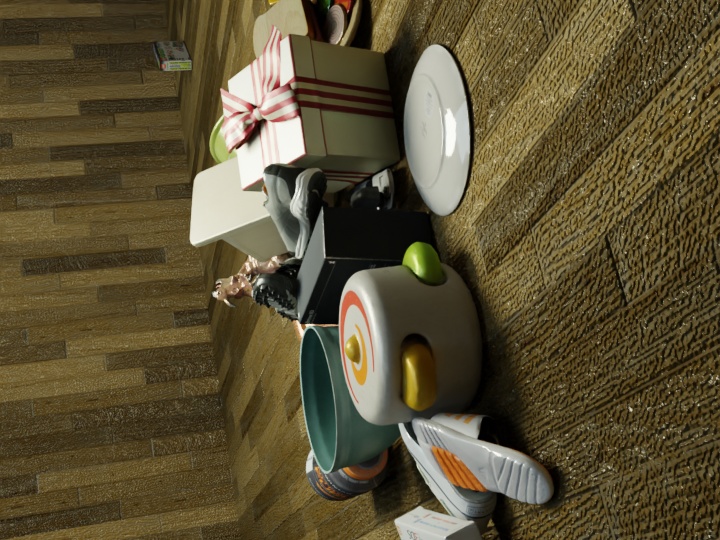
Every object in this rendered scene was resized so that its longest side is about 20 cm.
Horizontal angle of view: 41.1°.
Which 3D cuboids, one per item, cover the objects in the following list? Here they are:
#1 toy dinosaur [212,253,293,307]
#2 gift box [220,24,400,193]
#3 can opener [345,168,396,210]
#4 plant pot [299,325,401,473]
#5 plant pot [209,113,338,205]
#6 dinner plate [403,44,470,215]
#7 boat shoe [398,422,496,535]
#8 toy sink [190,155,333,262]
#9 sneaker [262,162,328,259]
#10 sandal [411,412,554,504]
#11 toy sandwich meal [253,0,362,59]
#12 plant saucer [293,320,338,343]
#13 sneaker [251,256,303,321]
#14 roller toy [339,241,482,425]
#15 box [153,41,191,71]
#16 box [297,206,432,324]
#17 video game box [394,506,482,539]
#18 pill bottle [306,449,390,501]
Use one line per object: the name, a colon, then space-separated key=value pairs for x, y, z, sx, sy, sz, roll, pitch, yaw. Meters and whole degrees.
toy dinosaur: x=-0.136 y=-0.013 z=1.540 sx=0.199 sy=0.086 sz=0.136 roll=-28 pitch=42 yaw=34
gift box: x=-0.080 y=-0.216 z=1.306 sx=0.184 sy=0.186 sz=0.201 roll=-27 pitch=71 yaw=48
can opener: x=0.002 y=-0.104 z=1.358 sx=0.200 sy=0.066 sz=0.054 roll=169 pitch=96 yaw=-73
plant pot: x=0.003 y=0.170 z=1.327 sx=0.200 sy=0.133 sz=0.202 roll=175 pitch=90 yaw=-74
plant pot: x=-0.128 y=-0.172 z=1.625 sx=0.191 sy=0.199 sz=0.201 roll=60 pitch=154 yaw=28
dinner plate: x=0.083 y=-0.165 z=1.141 sx=0.200 sy=0.024 sz=0.202 roll=175 pitch=90 yaw=-73
boat shoe: x=0.094 y=0.231 z=1.139 sx=0.200 sy=0.073 sz=0.067 roll=-120 pitch=28 yaw=-53
toy sink: x=-0.147 y=-0.099 z=1.463 sx=0.199 sy=0.112 sz=0.131 roll=-19 pitch=57 yaw=29
sneaker: x=-0.089 y=-0.083 z=1.269 sx=0.200 sy=0.079 sz=0.074 roll=94 pitch=-162 yaw=-64
sandal: x=0.139 y=0.194 z=1.021 sx=0.206 sy=0.059 sz=0.080 roll=9 pitch=127 yaw=53
toy sandwich meal: x=-0.080 y=-0.374 z=1.412 sx=0.204 sy=0.070 sz=0.207 roll=-17 pitch=67 yaw=46
plant saucer: x=-0.044 y=0.053 z=1.474 sx=0.199 sy=0.037 sz=0.202 roll=-6 pitch=82 yaw=49
sneaker: x=-0.107 y=0.016 z=1.401 sx=0.200 sy=0.066 sz=0.091 roll=48 pitch=-128 yaw=-72
roller toy: x=0.050 y=0.088 z=1.129 sx=0.183 sy=0.139 sz=0.201 roll=111 pitch=149 yaw=-58
box: x=-0.651 y=-0.743 z=3.319 sx=0.200 sy=0.109 sz=0.035 roll=-118 pitch=27 yaw=-54
box: x=0.000 y=0.000 z=1.260 sx=0.200 sy=0.140 sz=0.079 roll=116 pitch=150 yaw=-60
video game box: x=0.116 y=0.376 z=1.089 sx=0.182 sy=0.047 sz=0.201 roll=148 pitch=101 yaw=-75
pill bottle: x=-0.016 y=0.295 z=1.486 sx=0.200 sy=0.105 sz=0.107 roll=127 pitch=135 yaw=-67
